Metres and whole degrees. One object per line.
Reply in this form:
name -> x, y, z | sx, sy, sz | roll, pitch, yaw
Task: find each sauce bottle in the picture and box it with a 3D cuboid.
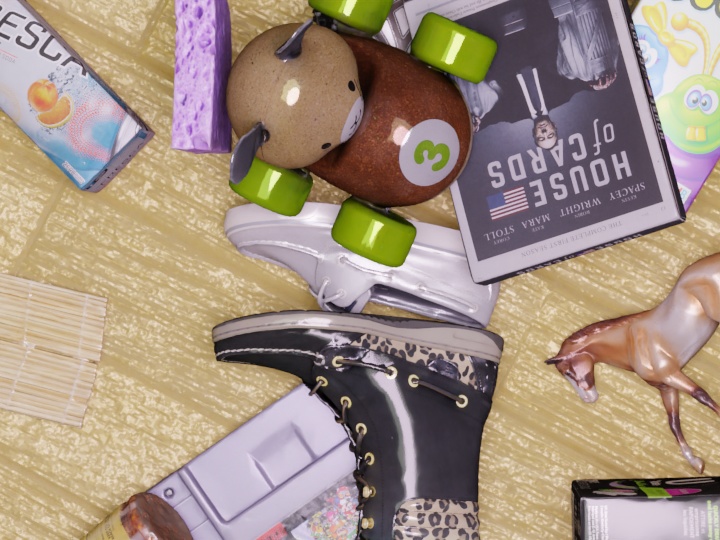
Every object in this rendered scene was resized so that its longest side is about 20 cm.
sauce bottle -> -0.205, 0.238, 1.600 | 0.200, 0.066, 0.066 | -43, 89, 16

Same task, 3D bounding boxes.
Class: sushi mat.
sushi mat -> -0.283, 0.044, 1.632 | 0.199, 0.012, 0.096 | 14, 90, 1

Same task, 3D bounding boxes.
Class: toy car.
toy car -> -0.022, -0.103, 1.448 | 0.157, 0.200, 0.165 | 26, 98, 16

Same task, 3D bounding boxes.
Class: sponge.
sponge -> -0.105, -0.135, 1.528 | 0.030, 0.200, 0.112 | 0, 92, 0

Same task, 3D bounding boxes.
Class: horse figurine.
horse figurine -> 0.241, 0.046, 1.577 | 0.200, 0.050, 0.133 | -46, 75, 24

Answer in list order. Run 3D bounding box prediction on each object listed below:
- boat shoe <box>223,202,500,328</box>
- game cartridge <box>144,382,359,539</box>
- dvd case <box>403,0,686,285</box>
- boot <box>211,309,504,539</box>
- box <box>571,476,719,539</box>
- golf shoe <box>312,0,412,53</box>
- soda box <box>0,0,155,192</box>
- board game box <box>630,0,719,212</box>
boat shoe -> 0.000, 0.000, 1.591 | 0.199, 0.072, 0.069 | 12, 74, -8
game cartridge -> -0.038, 0.155, 1.616 | 0.200, 0.038, 0.130 | -35, 85, 3
dvd case -> 0.120, -0.107, 1.512 | 0.150, 0.025, 0.201 | -18, 79, 22
boot -> -0.004, 0.109, 1.556 | 0.202, 0.073, 0.155 | 5, 81, -8
box -> 0.246, 0.204, 1.546 | 0.199, 0.149, 0.125 | -1, 89, 3
golf shoe -> 0.018, -0.165, 1.595 | 0.094, 0.078, 0.201 | -8, 92, -15
soda box -> -0.237, -0.146, 1.598 | 0.200, 0.068, 0.064 | 45, 92, 2
board game box -> 0.225, -0.147, 1.563 | 0.105, 0.103, 0.201 | 30, 92, 1
